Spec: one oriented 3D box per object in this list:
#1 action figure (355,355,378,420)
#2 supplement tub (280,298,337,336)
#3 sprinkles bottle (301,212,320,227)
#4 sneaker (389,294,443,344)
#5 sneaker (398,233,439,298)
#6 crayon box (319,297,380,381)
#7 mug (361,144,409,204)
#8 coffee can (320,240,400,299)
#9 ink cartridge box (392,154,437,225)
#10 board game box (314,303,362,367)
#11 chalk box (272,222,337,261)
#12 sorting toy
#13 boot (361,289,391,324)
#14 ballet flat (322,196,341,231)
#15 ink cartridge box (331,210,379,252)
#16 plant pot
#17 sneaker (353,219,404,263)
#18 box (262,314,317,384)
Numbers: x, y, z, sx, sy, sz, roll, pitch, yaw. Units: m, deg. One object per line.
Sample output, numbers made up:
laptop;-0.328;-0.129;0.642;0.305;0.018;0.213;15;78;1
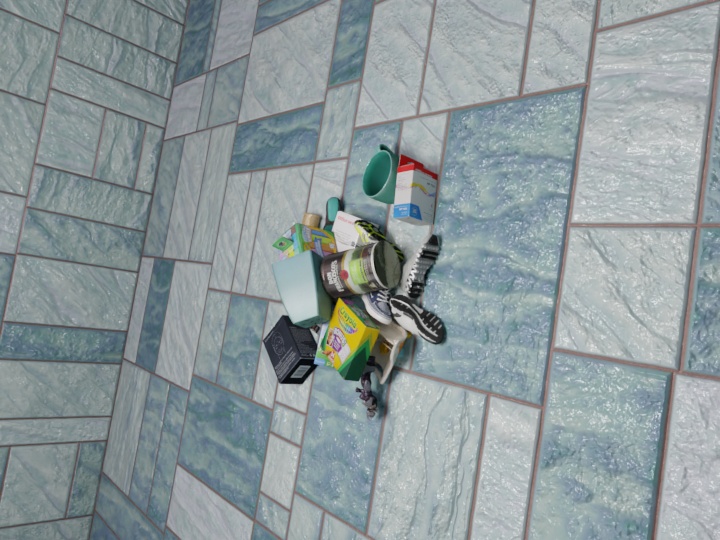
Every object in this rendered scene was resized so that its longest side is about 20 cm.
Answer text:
action figure;0.017;0.355;1.628;0.130;0.069;0.201;180;83;-75
supplement tub;-0.163;0.123;1.817;0.200;0.123;0.123;37;113;2
sprinkles bottle;-0.201;-0.113;2.015;0.068;0.068;0.200;12;89;47
sneaker;0.167;0.152;1.580;0.200;0.074;0.080;42;150;34
sneaker;0.169;-0.021;1.608;0.081;0.075;0.200;39;109;53
crayon box;-0.036;0.202;1.604;0.200;0.058;0.173;41;114;57
mug;0.098;-0.303;1.704;0.152;0.114;0.185;16;89;56
coffee can;0.000;0.000;1.640;0.200;0.146;0.147;-13;71;34
ink cartridge box;0.168;-0.244;1.622;0.067;0.116;0.201;-1;81;47
board game box;-0.055;0.216;1.737;0.037;0.151;0.200;169;113;-87
chalk box;-0.191;-0.067;1.775;0.125;0.200;0.124;-35;57;40
sorting toy;0.057;0.242;1.647;0.200;0.107;0.180;34;113;44
boot;0.061;0.084;1.663;0.090;0.073;0.200;-60;27;13
ballet flat;-0.097;-0.161;1.922;0.073;0.073;0.201;-5;76;46
ink cartridge box;-0.037;-0.085;1.823;0.145;0.084;0.200;26;101;46
plant pot;-0.168;0.068;1.675;0.141;0.141;0.200;-19;69;16
sneaker;0.044;-0.078;1.700;0.200;0.075;0.076;47;122;11
box;-0.246;0.285;1.941;0.148;0.107;0.200;-50;50;27
